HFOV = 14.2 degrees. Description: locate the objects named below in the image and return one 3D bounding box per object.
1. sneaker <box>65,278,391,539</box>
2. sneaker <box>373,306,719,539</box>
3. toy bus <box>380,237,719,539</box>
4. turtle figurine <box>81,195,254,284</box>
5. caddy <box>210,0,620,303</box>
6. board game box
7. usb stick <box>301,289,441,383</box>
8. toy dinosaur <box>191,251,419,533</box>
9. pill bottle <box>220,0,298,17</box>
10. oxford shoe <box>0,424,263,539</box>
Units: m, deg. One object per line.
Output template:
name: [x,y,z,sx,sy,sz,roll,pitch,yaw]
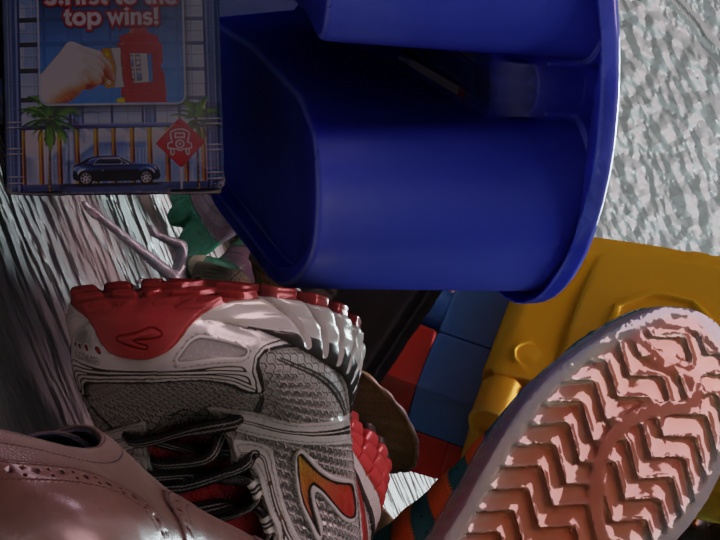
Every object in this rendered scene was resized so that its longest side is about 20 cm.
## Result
sneaker: [-0.032,0.062,0.818,0.200,0.078,0.082,62,32,-60]
sneaker: [0.040,0.088,0.927,0.071,0.200,0.080,47,-18,-15]
toy bus: [0.079,0.075,1.061,0.200,0.191,0.136,97,12,-52]
turtle figurine: [-0.053,-0.044,1.106,0.200,0.100,0.150,72,2,-63]
caddy: [0.018,-0.070,0.829,0.200,0.105,0.142,-130,-138,-65]
board game box: [-0.079,-0.133,0.841,0.200,0.061,0.201,-133,-137,-77]
usb stick: [0.000,0.000,0.978,0.055,0.200,0.033,38,35,9]
toy dinosaur: [-0.025,0.031,0.935,0.101,0.058,0.200,22,-31,30]
pill bottle: [-0.073,-0.146,0.994,0.200,0.116,0.116,57,3,16]
oxford shoe: [-0.054,0.071,0.692,0.073,0.071,0.200,61,4,14]
